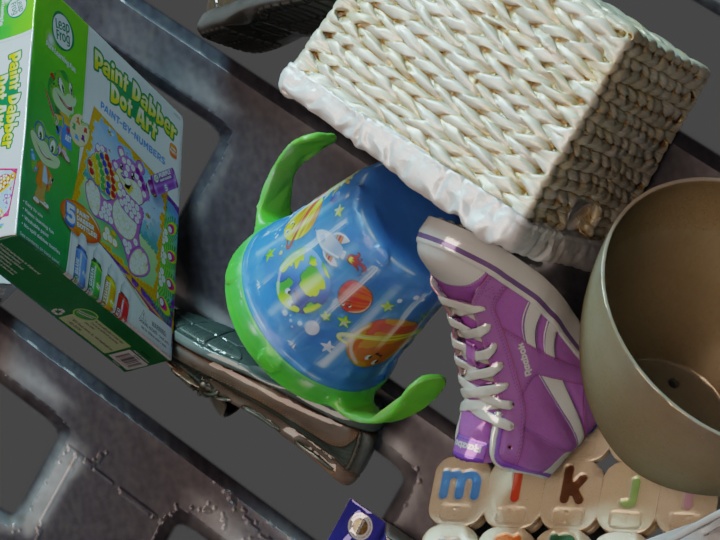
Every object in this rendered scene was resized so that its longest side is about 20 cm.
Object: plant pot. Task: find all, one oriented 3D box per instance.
[{"bbox_3d":[0.216,0.063,1.602,0.201,0.200,0.135,51,142,17],"label":"plant pot"}]

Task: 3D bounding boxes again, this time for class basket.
[{"bbox_3d":[0.092,-0.118,1.645,0.200,0.198,0.161,37,100,22],"label":"basket"}]

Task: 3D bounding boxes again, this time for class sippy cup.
[{"bbox_3d":[0.000,0.000,1.693,0.178,0.140,0.130,43,129,-7],"label":"sippy cup"}]

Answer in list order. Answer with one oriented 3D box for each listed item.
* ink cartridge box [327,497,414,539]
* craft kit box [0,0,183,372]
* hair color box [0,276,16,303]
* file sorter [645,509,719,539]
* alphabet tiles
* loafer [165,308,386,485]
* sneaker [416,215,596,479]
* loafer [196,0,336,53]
[{"bbox_3d":[0.043,0.247,1.739,0.199,0.037,0.095,33,101,24],"label":"ink cartridge box"},{"bbox_3d":[-0.188,-0.062,1.733,0.048,0.200,0.199,-15,59,22],"label":"craft kit box"},{"bbox_3d":[-0.347,-0.049,1.890,0.061,0.099,0.200,-42,72,16],"label":"hair color box"},{"bbox_3d":[0.288,0.186,1.522,0.124,0.199,0.140,-41,69,53],"label":"file sorter"},{"bbox_3d":[0.136,0.172,1.673,0.198,0.015,0.197,0,63,24],"label":"alphabet tiles"},{"bbox_3d":[-0.078,0.086,1.782,0.199,0.072,0.063,24,103,21],"label":"loafer"},{"bbox_3d":[0.084,0.060,1.628,0.115,0.200,0.072,-53,34,-13],"label":"sneaker"},{"bbox_3d":[-0.046,-0.198,1.745,0.199,0.073,0.072,-4,73,52],"label":"loafer"}]
